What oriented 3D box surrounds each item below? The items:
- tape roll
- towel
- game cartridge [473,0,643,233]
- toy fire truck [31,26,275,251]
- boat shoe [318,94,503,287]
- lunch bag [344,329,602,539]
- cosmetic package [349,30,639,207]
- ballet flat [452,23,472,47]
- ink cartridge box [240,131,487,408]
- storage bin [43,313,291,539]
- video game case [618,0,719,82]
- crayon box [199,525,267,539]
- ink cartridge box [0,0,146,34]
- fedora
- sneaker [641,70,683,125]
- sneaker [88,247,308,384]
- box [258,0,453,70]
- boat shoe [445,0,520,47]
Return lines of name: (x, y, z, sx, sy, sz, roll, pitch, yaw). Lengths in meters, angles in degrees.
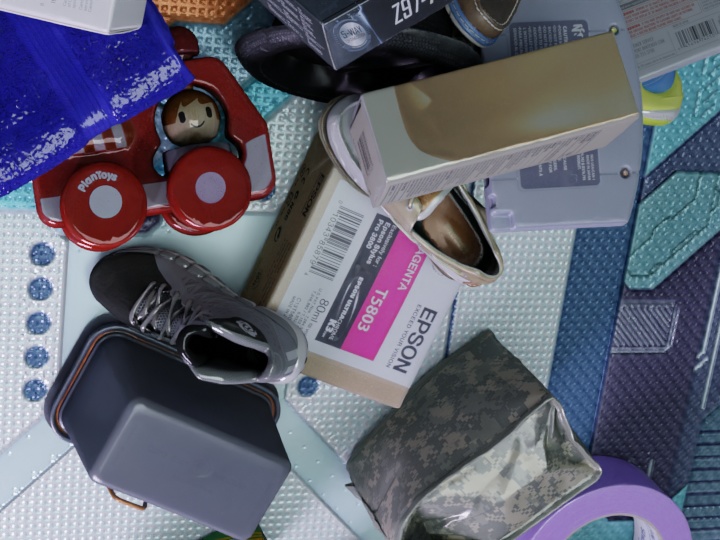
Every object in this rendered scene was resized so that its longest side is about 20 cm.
tape roll: (0.234, 0.292, 1.438, 0.199, 0.066, 0.201, -6, 111, -16)
towel: (-0.243, -0.155, 1.064, 0.200, 0.050, 0.148, -33, 73, -7)
game cartridge: (0.162, -0.133, 1.153, 0.132, 0.041, 0.201, -3, 85, -2)
toy fire truck: (-0.172, -0.107, 1.128, 0.199, 0.112, 0.169, -10, 92, -13)
boat shoe: (0.049, -0.067, 1.153, 0.200, 0.068, 0.075, 44, 83, -21)
lunch bag: (0.091, 0.175, 1.286, 0.200, 0.164, 0.118, -36, 115, -3)
cosmetic package: (0.098, -0.113, 1.076, 0.199, 0.105, 0.071, -15, 84, -9)
ballet flat: (0.065, -0.212, 1.185, 0.071, 0.072, 0.201, -8, 113, -16)
ink cartridge box: (0.000, 0.000, 1.239, 0.164, 0.075, 0.201, 21, 101, -24)
storage bin: (-0.161, 0.150, 1.207, 0.199, 0.134, 0.146, 27, 99, -25)
video game case: (0.217, -0.249, 1.203, 0.199, 0.023, 0.183, -21, 87, -10)
crayon box: (-0.163, 0.312, 1.273, 0.199, 0.126, 0.052, -27, 116, -8)
ink cartridge box: (-0.247, -0.262, 1.003, 0.199, 0.083, 0.147, 14, 103, 5)
fedora: (0.002, -0.196, 1.126, 0.200, 0.200, 0.092, 12, 78, -22)
sneaker: (0.194, -0.191, 1.245, 0.199, 0.076, 0.106, 7, 90, -22)
sneaker: (-0.143, 0.037, 1.139, 0.199, 0.115, 0.075, 22, 99, 10)
box: (-0.009, -0.249, 1.060, 0.160, 0.200, 0.044, -31, 139, -13)
boat shoe: (0.113, -0.263, 1.100, 0.072, 0.201, 0.072, 34, 140, -32)
